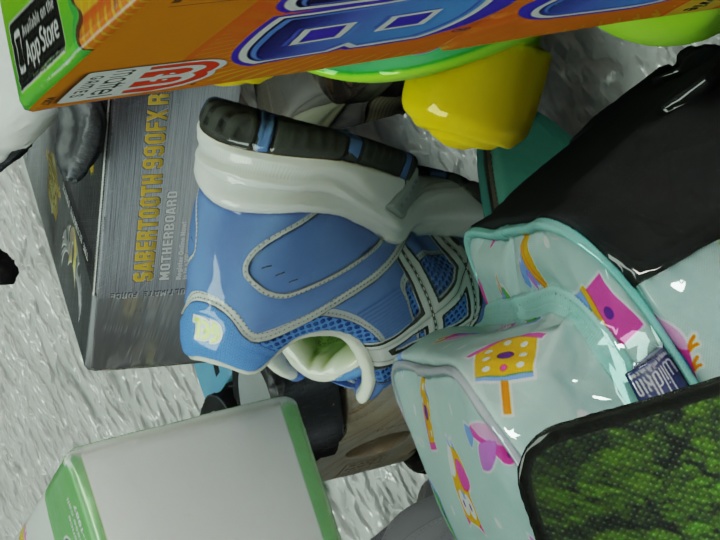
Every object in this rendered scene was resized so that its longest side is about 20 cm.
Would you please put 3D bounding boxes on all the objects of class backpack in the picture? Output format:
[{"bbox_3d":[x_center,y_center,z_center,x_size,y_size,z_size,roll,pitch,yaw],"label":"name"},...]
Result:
[{"bbox_3d":[0.108,0.057,0.761,0.200,0.153,0.176,50,171,-4],"label":"backpack"}]

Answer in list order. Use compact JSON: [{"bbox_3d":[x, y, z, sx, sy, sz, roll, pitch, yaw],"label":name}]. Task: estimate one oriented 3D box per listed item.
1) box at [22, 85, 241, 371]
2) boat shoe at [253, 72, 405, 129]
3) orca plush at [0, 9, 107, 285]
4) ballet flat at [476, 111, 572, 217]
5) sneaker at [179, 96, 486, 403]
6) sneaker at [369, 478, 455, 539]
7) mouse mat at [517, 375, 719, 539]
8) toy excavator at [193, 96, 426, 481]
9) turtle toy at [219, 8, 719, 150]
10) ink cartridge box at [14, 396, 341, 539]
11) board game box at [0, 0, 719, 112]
[{"bbox_3d":[-0.090,-0.086,1.075,0.200,0.048,0.159,-113,26,-51],"label":"box"},{"bbox_3d":[0.014,-0.088,0.925,0.200,0.073,0.075,166,95,-76],"label":"boat shoe"},{"bbox_3d":[-0.116,-0.071,1.013,0.105,0.071,0.201,28,140,18],"label":"orca plush"},{"bbox_3d":[0.091,0.039,0.897,0.070,0.067,0.201,-18,80,32],"label":"ballet flat"},{"bbox_3d":[0.000,0.000,0.928,0.075,0.200,0.078,16,91,32],"label":"sneaker"},{"bbox_3d":[0.038,0.163,1.023,0.115,0.075,0.201,1,76,53],"label":"sneaker"},{"bbox_3d":[0.150,0.079,0.667,0.008,0.199,0.162,-75,-34,-64],"label":"mouse mat"},{"bbox_3d":[-0.029,-0.011,1.105,0.195,0.099,0.201,126,129,-65],"label":"toy excavator"},{"bbox_3d":[0.021,-0.108,0.769,0.199,0.101,0.147,16,93,20],"label":"turtle toy"},{"bbox_3d":[-0.060,0.145,1.017,0.200,0.087,0.146,130,123,-64],"label":"ink cartridge box"},{"bbox_3d":[0.029,-0.161,0.584,0.200,0.199,0.201,156,103,-68],"label":"board game box"}]
